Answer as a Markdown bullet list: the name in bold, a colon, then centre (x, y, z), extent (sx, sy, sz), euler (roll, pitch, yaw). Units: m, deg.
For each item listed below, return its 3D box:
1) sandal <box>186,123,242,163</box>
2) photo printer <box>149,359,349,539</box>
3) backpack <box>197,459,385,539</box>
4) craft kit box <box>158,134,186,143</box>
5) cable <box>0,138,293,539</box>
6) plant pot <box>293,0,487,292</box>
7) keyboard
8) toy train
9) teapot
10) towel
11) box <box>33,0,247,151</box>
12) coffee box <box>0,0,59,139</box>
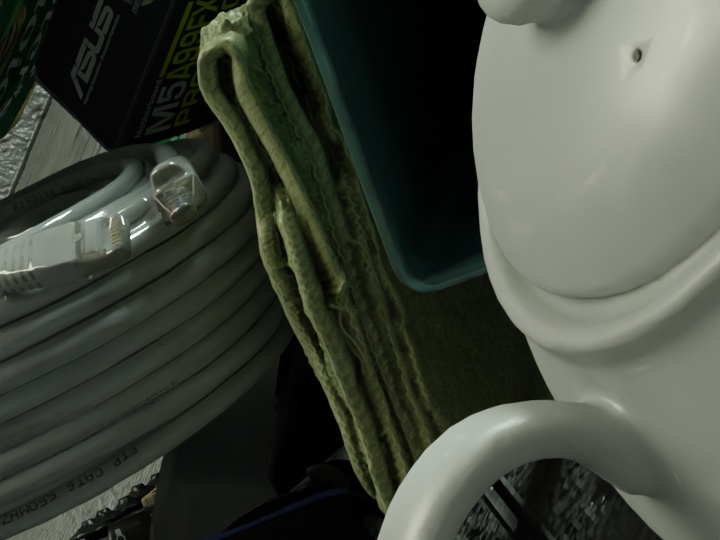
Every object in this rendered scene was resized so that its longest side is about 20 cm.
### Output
- **sandal**: centre (-0.050, -0.075, 0.878), extent (0.070, 0.077, 0.213), euler (-31, 50, 43)
- **photo printer**: centre (-0.031, 0.048, 0.916), extent (0.167, 0.069, 0.201), euler (100, -179, -51)
- **backpack**: centre (-0.068, 0.168, 0.706), extent (0.154, 0.199, 0.191), euler (64, 146, 20)
- **craft kit box**: centre (-0.047, -0.112, 1.032), extent (0.198, 0.048, 0.201), euler (93, -166, -78)
- **cable**: centre (-0.114, 0.026, 0.705), extent (0.199, 0.069, 0.200), euler (-24, 10, 10)
- **plant pot**: centre (0.059, -0.102, 0.628), extent (0.141, 0.142, 0.200), euler (-19, 10, 8)
- **keyboard**: centre (0.000, 0.000, 0.814), extent (0.200, 0.039, 0.105), euler (-35, -40, -72)
- **toy train**: centre (-0.080, 0.104, 1.041), extent (0.046, 0.034, 0.200), euler (-23, 0, 8)
- **teapot**: centre (0.084, -0.027, 0.431), extent (0.198, 0.146, 0.201), euler (-52, 30, 36)
- **towel**: centre (0.014, -0.019, 0.686), extent (0.036, 0.149, 0.200), euler (-16, 7, 20)
- **box**: centre (-0.005, -0.140, 0.760), extent (0.160, 0.044, 0.200), euler (-21, -33, -44)
- **coffee box**: centre (-0.122, -0.077, 0.721), extent (0.123, 0.044, 0.200), euler (-62, 2, 18)
